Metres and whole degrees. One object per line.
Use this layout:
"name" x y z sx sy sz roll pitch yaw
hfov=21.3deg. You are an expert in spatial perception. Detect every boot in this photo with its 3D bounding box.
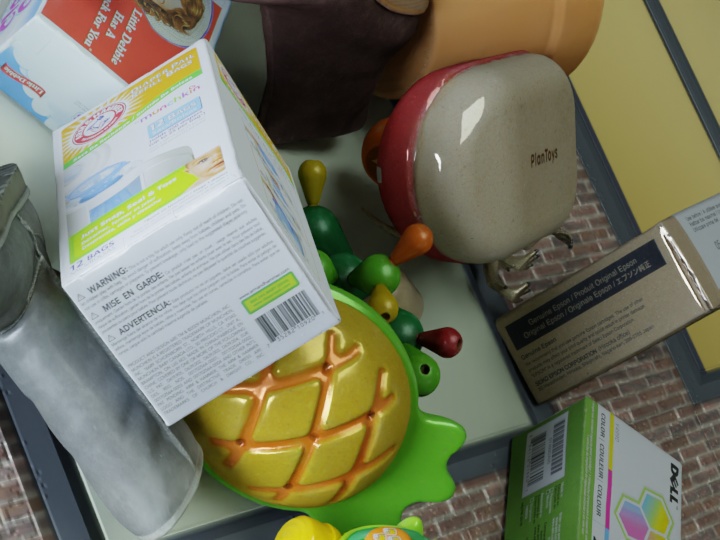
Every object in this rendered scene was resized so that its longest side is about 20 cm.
"boot" -0.159 0.059 0.987 0.182 0.072 0.201 -67 136 -64
"boot" -0.039 -0.145 1.230 0.199 0.167 0.072 -14 49 -43

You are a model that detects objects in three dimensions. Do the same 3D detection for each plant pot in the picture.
"plant pot" 0.057 -0.208 1.374 0.139 0.200 0.201 -24 83 -37

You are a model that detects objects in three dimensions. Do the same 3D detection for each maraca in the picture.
"maraca" -0.024 0.087 1.121 0.200 0.137 0.107 46 11 -26

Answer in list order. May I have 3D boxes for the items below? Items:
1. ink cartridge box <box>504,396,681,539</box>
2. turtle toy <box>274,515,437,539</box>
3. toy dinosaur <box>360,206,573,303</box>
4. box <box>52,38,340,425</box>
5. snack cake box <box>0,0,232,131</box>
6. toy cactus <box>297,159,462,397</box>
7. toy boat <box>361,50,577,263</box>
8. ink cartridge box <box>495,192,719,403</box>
"ink cartridge box" 0.193 0.203 1.316 0.199 0.076 0.149 34 43 -26
"turtle toy" 0.018 0.229 1.077 0.145 0.101 0.202 31 55 -30
"toy dinosaur" 0.085 -0.027 1.383 0.199 0.058 0.101 -23 58 -42
"box" -0.095 -0.027 1.050 0.102 0.112 0.200 56 7 -28
"snack cake box" -0.148 -0.167 1.202 0.115 0.067 0.201 40 41 -23
"toy cactus" 0.000 0.000 1.224 0.200 0.103 0.165 39 5 25
"toy boat" 0.060 -0.077 1.289 0.200 0.130 0.132 -22 111 -62
"ink cartridge box" 0.219 0.011 1.409 0.199 0.164 0.076 -20 78 -53
